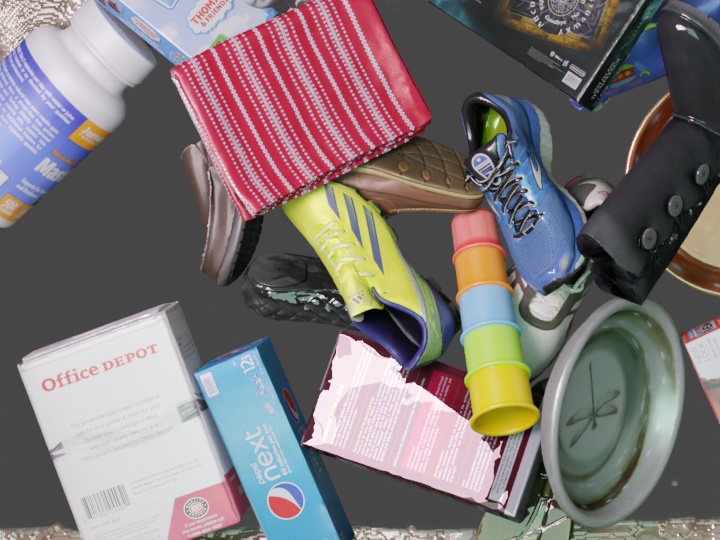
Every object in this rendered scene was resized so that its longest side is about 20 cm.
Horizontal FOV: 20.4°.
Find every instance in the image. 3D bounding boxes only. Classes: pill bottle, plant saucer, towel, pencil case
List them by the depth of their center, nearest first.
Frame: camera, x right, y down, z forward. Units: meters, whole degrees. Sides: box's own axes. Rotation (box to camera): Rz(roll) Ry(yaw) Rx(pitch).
[{"bbox_3d":[-0.046,-0.145,1.680,0.199,0.022,0.145,-29,95,-26],"label":"towel"},{"bbox_3d":[0.254,-0.199,1.696,0.199,0.078,0.087,-21,119,8],"label":"pencil case"},{"bbox_3d":[0.204,0.116,1.701,0.050,0.200,0.201,13,99,39],"label":"plant saucer"},{"bbox_3d":[0.328,-0.077,1.725,0.199,0.032,0.202,1,95,6],"label":"plant saucer"},{"bbox_3d":[-0.276,-0.141,1.744,0.200,0.112,0.112,-41,90,9],"label":"pill bottle"}]

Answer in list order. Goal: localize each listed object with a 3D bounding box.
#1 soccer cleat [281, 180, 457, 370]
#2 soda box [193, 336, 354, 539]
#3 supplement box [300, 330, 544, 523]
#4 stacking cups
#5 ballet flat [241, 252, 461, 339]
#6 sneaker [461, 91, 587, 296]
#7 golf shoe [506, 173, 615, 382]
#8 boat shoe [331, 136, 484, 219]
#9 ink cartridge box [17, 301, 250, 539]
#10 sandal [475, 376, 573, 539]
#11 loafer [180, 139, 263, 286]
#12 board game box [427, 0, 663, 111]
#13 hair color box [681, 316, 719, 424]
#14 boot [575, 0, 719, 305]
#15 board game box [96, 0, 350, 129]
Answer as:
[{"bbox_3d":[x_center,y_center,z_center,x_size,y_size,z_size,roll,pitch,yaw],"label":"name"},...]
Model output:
[{"bbox_3d":[0.001,0.000,1.698,0.200,0.084,0.065,47,132,0],"label":"soccer cleat"},{"bbox_3d":[-0.075,0.166,1.776,0.064,0.068,0.201,-22,93,9],"label":"soda box"},{"bbox_3d":[0.061,0.136,1.736,0.199,0.061,0.109,18,82,13],"label":"supplement box"},{"bbox_3d":[0.110,0.037,1.700,0.060,0.061,0.201,-10,62,7],"label":"stacking cups"},{"bbox_3d":[-0.007,0.027,1.772,0.199,0.057,0.067,14,58,2],"label":"ballet flat"},{"bbox_3d":[0.126,-0.067,1.676,0.078,0.089,0.201,-39,52,30],"label":"sneaker"},{"bbox_3d":[0.161,0.011,1.726,0.077,0.088,0.201,25,99,1],"label":"golf shoe"},{"bbox_3d":[0.012,-0.079,1.747,0.199,0.072,0.068,11,125,7],"label":"boat shoe"},{"bbox_3d":[-0.200,0.145,1.780,0.145,0.085,0.201,-19,95,8],"label":"ink cartridge box"},{"bbox_3d":[0.157,0.194,1.765,0.080,0.054,0.201,14,83,12],"label":"sandal"},{"bbox_3d":[-0.122,-0.087,1.759,0.071,0.073,0.201,6,87,9],"label":"loafer"},{"bbox_3d":[0.159,-0.237,1.671,0.200,0.028,0.136,41,101,39],"label":"board game box"},{"bbox_3d":[0.390,0.067,1.718,0.199,0.064,0.111,-25,94,9],"label":"hair color box"},{"bbox_3d":[0.239,-0.095,1.624,0.200,0.066,0.165,-48,124,-12],"label":"boot"},{"bbox_3d":[-0.109,-0.231,1.721,0.200,0.037,0.151,38,68,2],"label":"board game box"}]
